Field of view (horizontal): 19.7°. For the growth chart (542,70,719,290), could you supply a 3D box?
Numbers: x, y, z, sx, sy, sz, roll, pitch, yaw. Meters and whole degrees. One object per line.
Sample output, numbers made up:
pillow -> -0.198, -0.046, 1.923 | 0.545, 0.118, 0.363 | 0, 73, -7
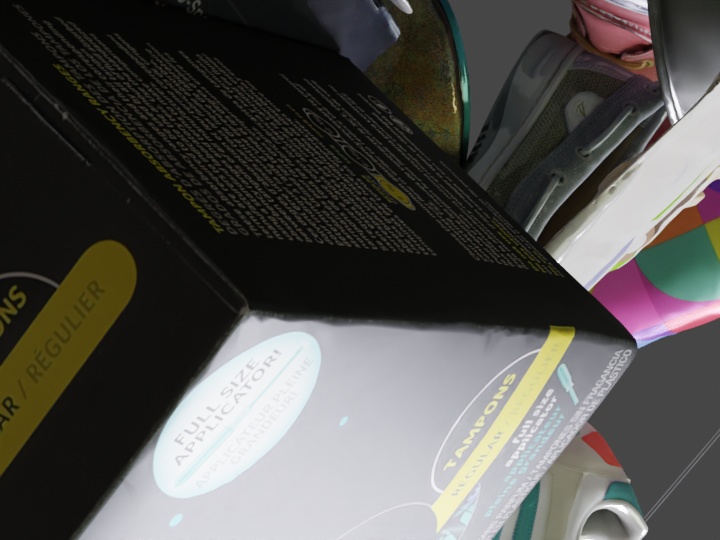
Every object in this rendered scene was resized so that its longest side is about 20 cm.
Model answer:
growth chart -> 0.100, -0.031, 0.706 | 0.200, 0.018, 0.145 | -44, 165, 8

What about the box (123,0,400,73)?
box -> -0.117, -0.068, 0.550 | 0.200, 0.117, 0.197 | -43, 156, -1

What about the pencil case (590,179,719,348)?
pencil case -> 0.097, 0.004, 0.962 | 0.199, 0.089, 0.088 | -24, 160, 16

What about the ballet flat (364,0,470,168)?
ballet flat -> 0.010, -0.042, 0.859 | 0.071, 0.071, 0.200 | -37, 155, -17

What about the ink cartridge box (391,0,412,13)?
ink cartridge box -> -0.022, -0.163, 0.553 | 0.068, 0.116, 0.200 | -42, 156, -2

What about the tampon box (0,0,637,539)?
tampon box -> -0.053, 0.030, 0.509 | 0.150, 0.126, 0.200 | -53, 155, 17

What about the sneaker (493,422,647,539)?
sneaker -> 0.051, 0.125, 0.896 | 0.199, 0.094, 0.070 | -31, 167, -41

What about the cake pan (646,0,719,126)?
cake pan -> 0.151, -0.142, 0.809 | 0.200, 0.036, 0.202 | 2, 90, -68

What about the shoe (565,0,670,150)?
shoe -> 0.121, -0.100, 0.925 | 0.091, 0.071, 0.200 | -57, 156, 18

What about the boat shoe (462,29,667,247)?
boat shoe -> 0.066, -0.010, 0.823 | 0.075, 0.064, 0.203 | 95, 18, -53
